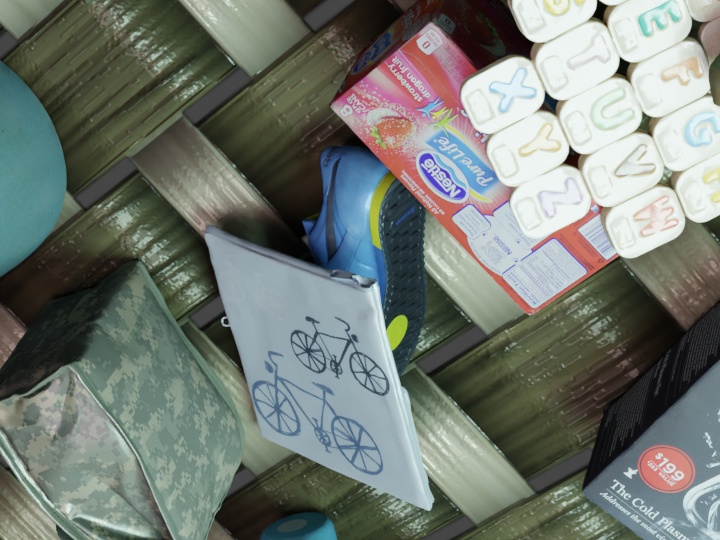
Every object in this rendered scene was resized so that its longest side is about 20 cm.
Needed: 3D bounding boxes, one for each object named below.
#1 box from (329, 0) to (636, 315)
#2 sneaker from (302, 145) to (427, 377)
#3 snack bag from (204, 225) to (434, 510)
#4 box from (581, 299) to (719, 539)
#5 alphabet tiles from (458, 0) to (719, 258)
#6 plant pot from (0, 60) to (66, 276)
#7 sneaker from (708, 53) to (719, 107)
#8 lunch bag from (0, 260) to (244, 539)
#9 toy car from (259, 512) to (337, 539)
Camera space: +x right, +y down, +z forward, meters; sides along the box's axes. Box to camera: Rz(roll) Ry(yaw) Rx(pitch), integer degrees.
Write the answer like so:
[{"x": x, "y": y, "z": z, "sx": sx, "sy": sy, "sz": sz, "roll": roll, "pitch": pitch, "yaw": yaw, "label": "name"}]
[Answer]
[{"x": 0.089, "y": -0.085, "z": 1.316, "sx": 0.200, "sy": 0.096, "sz": 0.100, "roll": 45, "pitch": 123, "yaw": -12, "label": "box"}, {"x": 0.000, "y": 0.000, "z": 1.429, "sx": 0.078, "sy": 0.066, "sz": 0.201, "roll": 23, "pitch": 131, "yaw": 29, "label": "sneaker"}, {"x": -0.032, "y": 0.065, "z": 1.447, "sx": 0.188, "sy": 0.021, "sz": 0.201, "roll": 19, "pitch": 134, "yaw": 44, "label": "snack bag"}, {"x": 0.288, "y": 0.129, "z": 1.378, "sx": 0.199, "sy": 0.104, "sz": 0.182, "roll": 36, "pitch": 124, "yaw": -6, "label": "box"}, {"x": 0.166, "y": -0.106, "z": 1.223, "sx": 0.194, "sy": 0.015, "sz": 0.201, "roll": -26, "pitch": 117, "yaw": 1, "label": "alphabet tiles"}, {"x": -0.331, "y": -0.056, "z": 1.457, "sx": 0.198, "sy": 0.135, "sz": 0.202, "roll": 9, "pitch": 123, "yaw": 14, "label": "plant pot"}, {"x": 0.294, "y": -0.165, "z": 1.188, "sx": 0.199, "sy": 0.067, "sz": 0.091, "roll": -16, "pitch": 107, "yaw": -3, "label": "sneaker"}, {"x": -0.174, "y": 0.124, "z": 1.498, "sx": 0.117, "sy": 0.164, "sz": 0.201, "roll": -24, "pitch": 110, "yaw": 24, "label": "lunch bag"}, {"x": 0.042, "y": 0.279, "z": 1.555, "sx": 0.198, "sy": 0.177, "sz": 0.186, "roll": -15, "pitch": 104, "yaw": -5, "label": "toy car"}]
